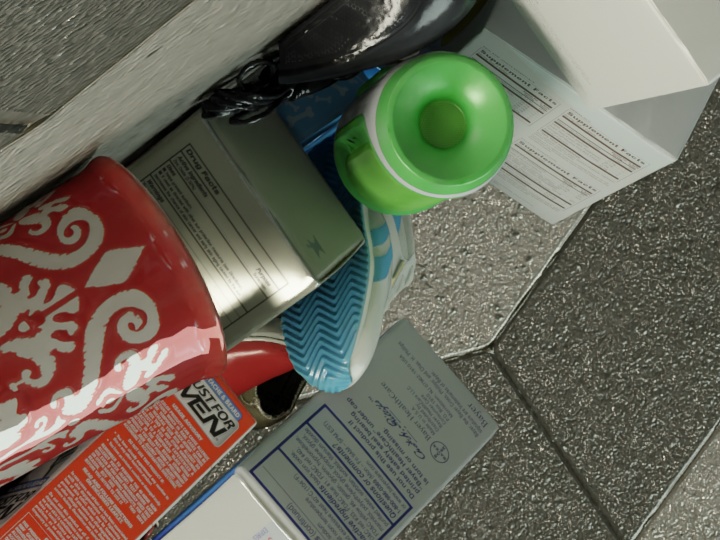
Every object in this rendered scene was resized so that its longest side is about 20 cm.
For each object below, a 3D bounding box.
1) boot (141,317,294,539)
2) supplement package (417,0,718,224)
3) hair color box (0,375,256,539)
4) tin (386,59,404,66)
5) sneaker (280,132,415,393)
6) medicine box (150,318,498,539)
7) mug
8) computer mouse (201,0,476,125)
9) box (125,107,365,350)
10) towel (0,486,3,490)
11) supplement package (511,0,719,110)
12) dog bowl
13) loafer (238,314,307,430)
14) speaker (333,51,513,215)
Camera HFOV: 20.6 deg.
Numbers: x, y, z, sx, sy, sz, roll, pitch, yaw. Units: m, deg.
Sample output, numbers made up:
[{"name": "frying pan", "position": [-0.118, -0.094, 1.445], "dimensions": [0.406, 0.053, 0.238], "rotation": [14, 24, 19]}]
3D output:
[{"name": "boot", "position": [-0.121, 0.115, 1.350], "dimensions": [0.199, 0.145, 0.072], "rotation": [-19, 147, 31]}, {"name": "supplement package", "position": [0.140, -0.150, 1.320], "dimensions": [0.152, 0.150, 0.200], "rotation": [-60, -171, -18]}, {"name": "hair color box", "position": [-0.163, 0.134, 1.126], "dimensions": [0.200, 0.064, 0.111], "rotation": [-43, -170, -31]}, {"name": "tin", "position": [-0.024, -0.107, 1.554], "dimensions": [0.199, 0.042, 0.112], "rotation": [-16, -147, 49]}, {"name": "sneaker", "position": [0.000, 0.000, 1.320], "dimensions": [0.076, 0.081, 0.201], "rotation": [-23, -137, 31]}, {"name": "medicine box", "position": [-0.035, 0.155, 1.338], "dimensions": [0.200, 0.103, 0.182], "rotation": [-39, 177, -44]}, {"name": "mug", "position": [-0.187, 0.059, 1.053], "dimensions": [0.199, 0.134, 0.178], "rotation": [-31, 151, -21]}, {"name": "computer mouse", "position": [0.010, -0.139, 1.139], "dimensions": [0.200, 0.053, 0.138], "rotation": [-34, -179, 39]}, {"name": "box", "position": [-0.118, -0.005, 1.251], "dimensions": [0.199, 0.128, 0.109], "rotation": [-34, -177, 22]}, {"name": "towel", "position": [-0.272, 0.151, 1.122], "dimensions": [0.147, 0.050, 0.200], "rotation": [-34, -170, 36]}, {"name": "supplement package", "position": [0.163, -0.172, 1.066], "dimensions": [0.121, 0.120, 0.200], "rotation": [-37, -173, -7]}, {"name": "dog bowl", "position": [-0.036, -0.114, 1.371], "dimensions": [0.111, 0.050, 0.200], "rotation": [-35, -178, 15]}, {"name": "loafer", "position": [-0.036, 0.026, 1.433], "dimensions": [0.070, 0.075, 0.201], "rotation": [18, -94, 66]}, {"name": "speaker", "position": [0.034, -0.080, 1.195], "dimensions": [0.088, 0.089, 0.200], "rotation": [-35, -177, -8]}]
